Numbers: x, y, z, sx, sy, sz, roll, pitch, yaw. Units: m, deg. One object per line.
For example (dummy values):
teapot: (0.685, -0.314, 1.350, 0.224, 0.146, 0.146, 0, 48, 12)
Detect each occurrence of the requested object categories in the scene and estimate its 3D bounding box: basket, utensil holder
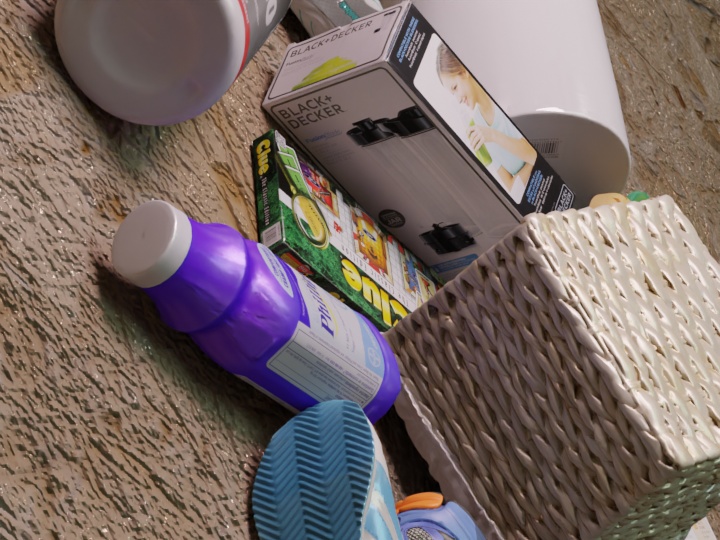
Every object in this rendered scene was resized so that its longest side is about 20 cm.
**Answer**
basket: (0.149, 0.078, 1.509, 0.198, 0.161, 0.200, -9, 63, -51)
utensil holder: (0.106, -0.141, 1.771, 0.170, 0.170, 0.201, 35, 36, -45)

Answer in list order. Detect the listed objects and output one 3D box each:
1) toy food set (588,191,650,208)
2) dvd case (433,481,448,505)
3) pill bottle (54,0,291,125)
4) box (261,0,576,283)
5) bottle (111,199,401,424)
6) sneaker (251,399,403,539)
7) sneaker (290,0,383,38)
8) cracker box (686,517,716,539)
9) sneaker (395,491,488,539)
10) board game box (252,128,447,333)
toy food set: (0.213, 0.040, 1.727, 0.198, 0.049, 0.201, -1, 76, -61)
dvd case: (0.119, 0.146, 1.566, 0.146, 0.022, 0.200, 39, 36, -10)
pill bottle: (-0.102, -0.173, 1.440, 0.114, 0.114, 0.200, 54, 24, -13)
box: (0.041, -0.081, 1.616, 0.200, 0.116, 0.060, 48, 46, -30)
bottle: (-0.059, 0.025, 1.350, 0.200, 0.065, 0.084, 37, 15, -42)
sneaker: (-0.007, 0.164, 1.307, 0.081, 0.076, 0.201, 54, 22, -52)
sneaker: (-0.015, -0.177, 1.703, 0.201, 0.070, 0.080, 58, -17, 27)
cracker box: (0.201, 0.180, 1.722, 0.134, 0.058, 0.201, 7, 57, -63)
sneaker: (0.070, 0.229, 1.394, 0.200, 0.075, 0.078, 50, 33, -4)
board game box: (0.000, 0.000, 1.566, 0.200, 0.023, 0.105, 40, 32, -39)
